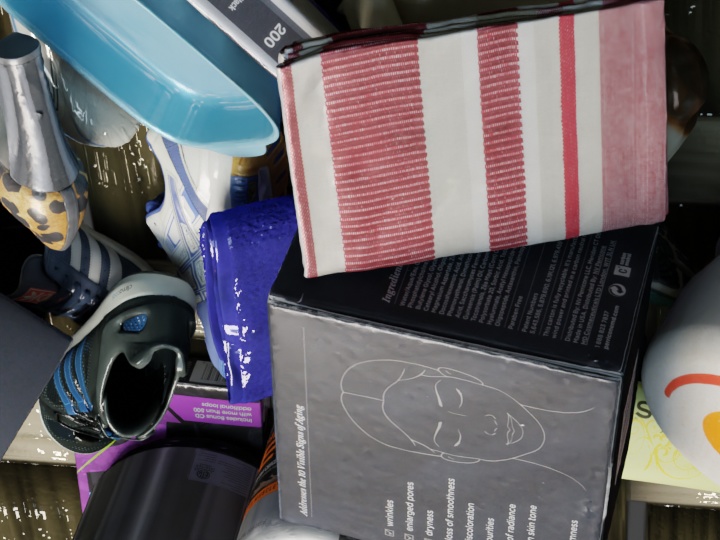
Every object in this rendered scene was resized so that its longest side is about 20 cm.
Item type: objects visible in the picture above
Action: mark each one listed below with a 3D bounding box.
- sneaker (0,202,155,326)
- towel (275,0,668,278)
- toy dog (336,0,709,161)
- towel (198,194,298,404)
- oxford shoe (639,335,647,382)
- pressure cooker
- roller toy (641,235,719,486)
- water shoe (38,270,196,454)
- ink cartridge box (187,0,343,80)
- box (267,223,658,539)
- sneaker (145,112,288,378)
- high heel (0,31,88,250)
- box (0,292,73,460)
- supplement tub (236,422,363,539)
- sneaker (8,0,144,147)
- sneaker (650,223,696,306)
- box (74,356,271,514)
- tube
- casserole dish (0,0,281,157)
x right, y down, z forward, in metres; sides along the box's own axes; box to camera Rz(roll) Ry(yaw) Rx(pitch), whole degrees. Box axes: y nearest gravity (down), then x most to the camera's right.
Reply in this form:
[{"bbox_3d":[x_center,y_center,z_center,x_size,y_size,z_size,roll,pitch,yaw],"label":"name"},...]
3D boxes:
[{"bbox_3d":[-0.200,0.007,1.352,0.075,0.085,0.200,-32,113,30],"label":"sneaker"},{"bbox_3d":[0.061,-0.069,1.056,0.199,0.023,0.145,-9,128,-3],"label":"towel"},{"bbox_3d":[0.099,-0.130,1.123,0.200,0.194,0.140,36,114,-5],"label":"toy dog"},{"bbox_3d":[0.000,0.000,1.284,0.199,0.050,0.148,-12,131,-11],"label":"towel"},{"bbox_3d":[0.128,0.105,1.354,0.084,0.072,0.201,35,116,33],"label":"oxford shoe"},{"bbox_3d":[-0.127,0.234,1.385,0.175,0.200,0.179,-15,122,20],"label":"pressure cooker"},{"bbox_3d":[0.262,0.062,1.194,0.199,0.140,0.183,2,139,53],"label":"roller toy"},{"bbox_3d":[-0.166,0.080,1.338,0.071,0.079,0.200,12,141,-19],"label":"water shoe"},{"bbox_3d":[-0.040,-0.136,1.144,0.200,0.198,0.043,40,98,-16],"label":"ink cartridge box"},{"bbox_3d":[0.058,0.062,1.173,0.195,0.124,0.201,11,137,10],"label":"box"},{"bbox_3d":[-0.094,-0.021,1.328,0.088,0.075,0.201,17,127,22],"label":"sneaker"},{"bbox_3d":[-0.240,-0.096,1.254,0.200,0.071,0.143,29,139,44],"label":"high heel"},{"bbox_3d":[-0.285,0.054,1.332,0.148,0.105,0.200,34,167,-13],"label":"box"},{"bbox_3d":[-0.008,0.144,1.331,0.122,0.201,0.123,7,129,8],"label":"supplement tub"},{"bbox_3d":[-0.190,-0.167,1.239,0.072,0.072,0.201,13,127,47],"label":"sneaker"},{"bbox_3d":[0.112,-0.012,1.245,0.199,0.078,0.080,12,131,-19],"label":"sneaker"},{"bbox_3d":[-0.133,0.147,1.470,0.142,0.036,0.201,5,127,10],"label":"box"},{"bbox_3d":[0.205,0.111,1.311,0.199,0.058,0.052,14,150,-23],"label":"tube"},{"bbox_3d":[-0.123,-0.134,1.179,0.121,0.039,0.200,1,149,47],"label":"casserole dish"}]
